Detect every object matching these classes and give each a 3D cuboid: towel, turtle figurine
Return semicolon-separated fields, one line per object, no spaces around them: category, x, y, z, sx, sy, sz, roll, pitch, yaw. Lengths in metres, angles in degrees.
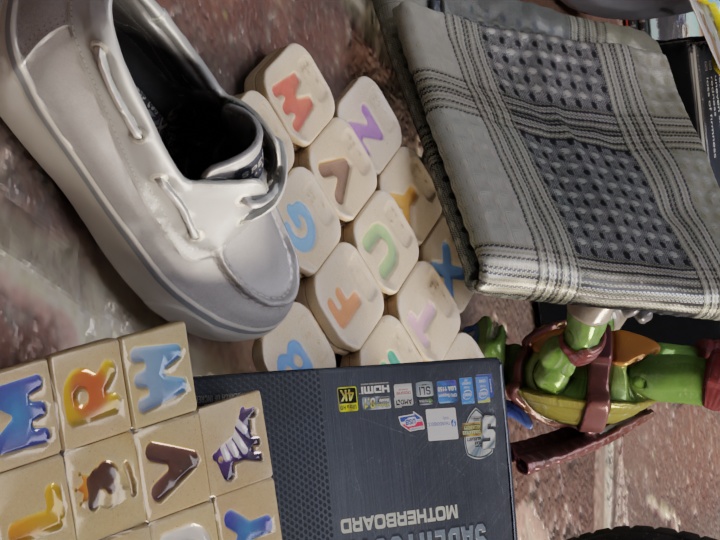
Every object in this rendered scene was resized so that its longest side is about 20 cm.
towel;0.109;-0.064;1.136;0.191;0.035;0.201;6;49;-31
turtle figurine;0.154;0.014;1.206;0.144;0.192;0.201;103;2;-61

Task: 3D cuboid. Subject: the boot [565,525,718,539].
boot;0.093;0.192;1.046;0.070;0.198;0.133;67;25;-51

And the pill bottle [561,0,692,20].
pill bottle;0.179;-0.273;1.443;0.114;0.113;0.202;24;64;-64

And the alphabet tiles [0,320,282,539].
alphabet tiles;-0.095;0.111;0.771;0.199;0.006;0.168;-15;100;-48

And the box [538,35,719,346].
box;0.188;-0.042;1.406;0.196;0.123;0.202;-17;100;-65

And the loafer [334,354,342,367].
loafer;0.005;0.125;1.026;0.063;0.072;0.202;33;48;-42

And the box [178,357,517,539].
box;-0.016;0.118;0.902;0.199;0.051;0.159;0;86;-45

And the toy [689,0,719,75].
toy;0.198;-0.185;1.258;0.116;0.047;0.201;-85;155;-55

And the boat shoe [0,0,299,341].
boat shoe;-0.066;-0.043;0.857;0.200;0.068;0.072;57;38;-39

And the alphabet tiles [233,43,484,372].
alphabet tiles;0.000;0.000;1.014;0.201;0.015;0.196;59;34;-16

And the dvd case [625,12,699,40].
dvd case;0.226;-0.123;1.643;0.146;0.022;0.202;9;78;-67
